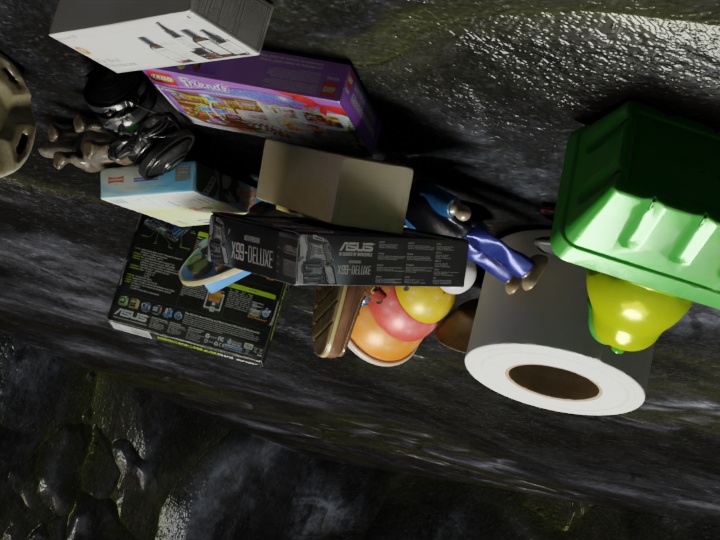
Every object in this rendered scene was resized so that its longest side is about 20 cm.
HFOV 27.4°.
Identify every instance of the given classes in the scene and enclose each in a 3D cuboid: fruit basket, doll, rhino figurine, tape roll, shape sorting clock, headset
[{"bbox_3d":[0.258,-0.027,1.266,0.215,0.156,0.216,11,151,6],"label":"fruit basket"},{"bbox_3d":[0.092,-0.047,1.526,0.200,0.049,0.136,35,162,-15],"label":"doll"},{"bbox_3d":[-0.303,-0.139,1.656,0.087,0.060,0.200,-3,180,-34],"label":"rhino figurine"},{"bbox_3d":[0.227,0.061,1.637,0.202,0.140,0.203,13,159,5],"label":"tape roll"},{"bbox_3d":[-0.111,-0.043,1.604,0.200,0.200,0.039,-1,125,51],"label":"shape sorting clock"},{"bbox_3d":[-0.225,-0.138,1.438,0.124,0.094,0.200,54,166,-17],"label":"headset"}]

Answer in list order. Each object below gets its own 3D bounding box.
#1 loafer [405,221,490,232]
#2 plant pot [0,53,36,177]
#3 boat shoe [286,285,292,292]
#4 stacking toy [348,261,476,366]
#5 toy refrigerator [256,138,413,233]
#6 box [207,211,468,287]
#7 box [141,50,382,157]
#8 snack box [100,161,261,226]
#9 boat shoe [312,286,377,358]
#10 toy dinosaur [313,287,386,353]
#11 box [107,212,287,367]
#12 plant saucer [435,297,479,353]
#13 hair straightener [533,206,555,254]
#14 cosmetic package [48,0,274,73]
[{"bbox_3d":[0.053,-0.038,1.644,0.199,0.069,0.076,6,164,36],"label":"loafer"},{"bbox_3d":[-0.451,-0.155,1.555,0.183,0.201,0.200,-6,157,28],"label":"plant pot"},{"bbox_3d":[-0.169,-0.037,1.925,0.200,0.076,0.060,31,124,-19],"label":"boat shoe"},{"bbox_3d":[0.070,0.023,1.828,0.146,0.147,0.200,24,145,-30],"label":"stacking toy"},{"bbox_3d":[-0.029,-0.081,1.437,0.076,0.070,0.200,7,-173,-26],"label":"toy refrigerator"},{"bbox_3d":[-0.022,-0.019,1.411,0.199,0.050,0.158,1,-173,-36],"label":"box"},{"bbox_3d":[-0.090,-0.163,1.374,0.199,0.039,0.137,12,167,16],"label":"box"},{"bbox_3d":[-0.197,-0.085,1.686,0.116,0.037,0.200,-3,172,19],"label":"snack box"},{"bbox_3d":[0.000,0.000,1.581,0.067,0.201,0.072,16,176,-21],"label":"boat shoe"},{"bbox_3d":[-0.009,-0.003,1.714,0.181,0.200,0.105,4,128,54],"label":"toy dinosaur"},{"bbox_3d":[-0.187,0.001,1.811,0.199,0.194,0.048,14,164,3],"label":"box"},{"bbox_3d":[0.191,0.064,1.819,0.199,0.036,0.200,0,-166,0],"label":"plant saucer"},{"bbox_3d":[0.267,-0.015,1.477,0.199,0.077,0.041,10,164,24],"label":"hair straightener"},{"bbox_3d":[-0.173,-0.211,1.255,0.200,0.051,0.082,1,159,46],"label":"cosmetic package"}]
